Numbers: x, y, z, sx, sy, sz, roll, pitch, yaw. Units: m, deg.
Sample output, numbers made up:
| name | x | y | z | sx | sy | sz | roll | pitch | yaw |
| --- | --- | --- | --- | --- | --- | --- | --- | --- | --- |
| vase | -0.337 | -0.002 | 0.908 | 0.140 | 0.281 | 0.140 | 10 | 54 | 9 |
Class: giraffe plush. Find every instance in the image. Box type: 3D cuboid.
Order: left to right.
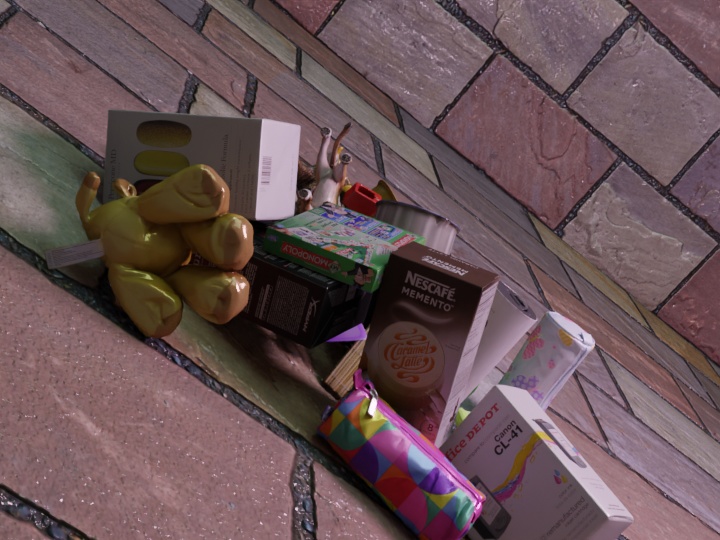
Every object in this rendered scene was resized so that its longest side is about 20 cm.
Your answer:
| name | x | y | z | sx | sy | sz | roll | pitch | yaw |
| --- | --- | --- | --- | --- | --- | --- | --- | --- | --- |
| giraffe plush | -0.207 | -0.031 | 1.131 | 0.197 | 0.175 | 0.162 | 4 | 9 | -3 |

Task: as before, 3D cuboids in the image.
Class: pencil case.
| name | x | y | z | sx | sy | sz | roll | pitch | yaw |
| --- | --- | --- | --- | --- | --- | --- | --- | --- | --- |
| pencil case | 0.042 | 0.203 | 1.159 | 0.200 | 0.089 | 0.088 | 44 | 16 | 7 |
| pencil case | 0.250 | 0.157 | 1.568 | 0.083 | 0.201 | 0.091 | 25 | 14 | -26 |

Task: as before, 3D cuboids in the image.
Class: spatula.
| name | x | y | z | sx | sy | sz | roll | pitch | yaw |
| --- | --- | --- | --- | --- | --- | --- | --- | --- | --- |
| spatula | -0.086 | 0.054 | 1.279 | 0.198 | 0.021 | 0.057 | 12 | 34 | -30 |

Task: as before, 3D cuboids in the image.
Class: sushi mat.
| name | x | y | z | sx | sy | sz | roll | pitch | yaw |
| --- | --- | --- | --- | --- | --- | --- | --- | --- | --- |
| sushi mat | 0.050 | 0.092 | 1.327 | 0.096 | 0.200 | 0.012 | 42 | -21 | -3 |

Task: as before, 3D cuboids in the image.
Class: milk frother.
| name | x | y | z | sx | sy | sz | roll | pitch | yaw |
| --- | --- | --- | --- | --- | --- | --- | --- | --- | --- |
| milk frother | 0.000 | 0.000 | 1.402 | 0.179 | 0.190 | 0.199 | 10 | -12 | 38 |

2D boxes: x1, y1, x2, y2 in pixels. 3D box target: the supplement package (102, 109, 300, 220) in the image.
| name | x | y | z | sx | sy | sz | roll | pitch | yaw |
| --- | --- | --- | --- | --- | --- | --- | --- | --- | --- |
| supplement package | -0.183 | -0.122 | 1.270 | 0.198 | 0.115 | 0.109 | 6 | 5 | 20 |

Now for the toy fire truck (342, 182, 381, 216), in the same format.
| name | x | y | z | sx | sy | sz | roll | pitch | yaw |
| --- | --- | --- | --- | --- | --- | --- | --- | --- | --- |
| toy fire truck | 0.024 | -0.009 | 1.556 | 0.200 | 0.141 | 0.049 | 42 | 15 | -10 |

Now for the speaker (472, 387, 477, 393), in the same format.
| name | x | y | z | sx | sy | sz | roll | pitch | yaw |
| --- | --- | --- | --- | --- | --- | --- | --- | --- | --- |
| speaker | 0.126 | 0.110 | 1.604 | 0.088 | 0.089 | 0.200 | 36 | 16 | -16 |

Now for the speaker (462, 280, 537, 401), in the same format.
| name | x | y | z | sx | sy | sz | roll | pitch | yaw |
| --- | --- | --- | --- | --- | --- | --- | --- | --- | --- |
| speaker | 0.135 | 0.107 | 1.415 | 0.081 | 0.200 | 0.081 | 38 | 15 | -12 |

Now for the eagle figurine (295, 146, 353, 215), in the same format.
| name | x | y | z | sx | sy | sz | roll | pitch | yaw |
| --- | --- | --- | --- | --- | --- | --- | --- | --- | --- |
| eagle figurine | -0.081 | -0.139 | 1.694 | 0.151 | 0.153 | 0.199 | 23 | 22 | 31 |

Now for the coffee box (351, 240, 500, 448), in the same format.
| name | x | y | z | sx | sy | sz | roll | pitch | yaw |
| --- | --- | --- | --- | --- | --- | --- | --- | --- | --- |
| coffee box | 0.067 | 0.085 | 1.214 | 0.113 | 0.202 | 0.080 | 20 | 17 | 18 |

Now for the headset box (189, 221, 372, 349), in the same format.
| name | x | y | z | sx | sy | sz | roll | pitch | yaw |
| --- | --- | --- | --- | --- | --- | --- | --- | --- | --- |
| headset box | -0.100 | 0.004 | 1.249 | 0.198 | 0.076 | 0.148 | 23 | 17 | 18 |

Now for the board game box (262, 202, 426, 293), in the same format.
| name | x | y | z | sx | sy | sz | roll | pitch | yaw |
| --- | --- | --- | --- | --- | --- | --- | --- | --- | --- |
| board game box | -0.014 | -0.031 | 1.261 | 0.133 | 0.029 | 0.200 | 22 | 17 | 14 |

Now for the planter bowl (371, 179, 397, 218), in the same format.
| name | x | y | z | sx | sy | sz | roll | pitch | yaw |
| --- | --- | --- | --- | --- | --- | --- | --- | --- | --- |
| planter bowl | 0.023 | -0.028 | 1.658 | 0.200 | 0.083 | 0.203 | 162 | -90 | -81 |

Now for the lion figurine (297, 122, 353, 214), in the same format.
| name | x | y | z | sx | sy | sz | roll | pitch | yaw |
| --- | --- | --- | --- | --- | --- | --- | --- | --- | --- |
| lion figurine | -0.052 | -0.098 | 1.521 | 0.072 | 0.201 | 0.123 | 22 | -30 | 9 |

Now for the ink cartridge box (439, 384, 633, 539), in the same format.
| name | x | y | z | sx | sy | sz | roll | pitch | yaw |
| --- | --- | --- | --- | --- | --- | --- | --- | --- | --- |
| ink cartridge box | 0.184 | 0.253 | 1.243 | 0.200 | 0.148 | 0.085 | 49 | 17 | 31 |

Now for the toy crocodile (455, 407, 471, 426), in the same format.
| name | x | y | z | sx | sy | sz | roll | pitch | yaw |
| --- | --- | --- | --- | --- | --- | --- | --- | --- | --- |
| toy crocodile | 0.206 | 0.240 | 1.486 | 0.199 | 0.062 | 0.068 | 34 | 17 | -22 |

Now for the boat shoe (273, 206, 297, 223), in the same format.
| name | x | y | z | sx | sy | sz | roll | pitch | yaw |
| --- | --- | --- | --- | --- | --- | --- | --- | --- | --- |
| boat shoe | -0.133 | -0.083 | 1.550 | 0.086 | 0.075 | 0.202 | 45 | 7 | -16 |
